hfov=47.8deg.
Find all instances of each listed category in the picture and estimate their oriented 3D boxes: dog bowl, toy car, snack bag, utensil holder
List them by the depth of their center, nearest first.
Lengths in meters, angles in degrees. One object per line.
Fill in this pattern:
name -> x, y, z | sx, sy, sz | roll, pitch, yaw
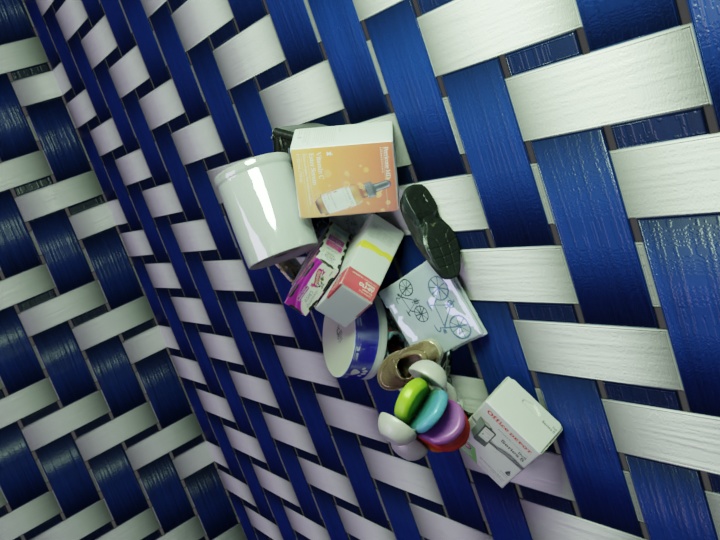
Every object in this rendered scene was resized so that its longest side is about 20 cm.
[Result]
toy car -> 0.141, 0.292, 1.603 | 0.150, 0.175, 0.200 | 24, 159, 33
snack bag -> 0.146, 0.086, 1.683 | 0.200, 0.021, 0.189 | -35, 84, 43
utensil holder -> -0.194, -0.121, 1.695 | 0.170, 0.169, 0.201 | -28, 81, 61
snack bag -> -0.028, -0.162, 1.835 | 0.188, 0.021, 0.201 | 27, 134, 48
dog bowl -> -0.015, 0.145, 1.845 | 0.200, 0.078, 0.201 | -175, 90, -66

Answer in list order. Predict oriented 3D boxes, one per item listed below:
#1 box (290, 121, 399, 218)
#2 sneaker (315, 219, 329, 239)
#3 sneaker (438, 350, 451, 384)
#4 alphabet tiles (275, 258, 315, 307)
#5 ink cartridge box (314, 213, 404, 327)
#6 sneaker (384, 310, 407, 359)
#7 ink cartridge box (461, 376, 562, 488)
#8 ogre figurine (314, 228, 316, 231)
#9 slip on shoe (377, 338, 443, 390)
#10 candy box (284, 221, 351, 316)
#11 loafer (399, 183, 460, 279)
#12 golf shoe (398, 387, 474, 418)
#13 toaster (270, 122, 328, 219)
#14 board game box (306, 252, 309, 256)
box -> -0.028, -0.199, 1.606 | 0.107, 0.199, 0.153 | -86, -10, -59
sneaker -> -0.049, -0.033, 1.927 | 0.082, 0.073, 0.201 | -124, 11, -63
sneaker -> 0.147, 0.197, 1.771 | 0.074, 0.088, 0.201 | 24, 131, 50
alphabet tiles -> -0.150, 0.012, 1.901 | 0.200, 0.015, 0.196 | 49, -172, 6
ink cartridge box -> 0.000, 0.000, 1.722 | 0.083, 0.201, 0.145 | 31, 146, -8
sneaker -> 0.073, 0.154, 1.837 | 0.096, 0.079, 0.201 | 110, 147, -48
ink cartridge box -> 0.290, 0.326, 1.625 | 0.145, 0.084, 0.200 | 43, 146, 14
ogre figurine -> -0.191, -0.100, 1.860 | 0.199, 0.120, 0.099 | 1, 106, 37
slip on shoe -> 0.092, 0.206, 1.711 | 0.200, 0.060, 0.076 | -34, 86, 45
candy box -> -0.090, -0.007, 1.772 | 0.061, 0.200, 0.137 | 32, 116, -9
loafer -> 0.137, -0.070, 1.602 | 0.201, 0.072, 0.072 | 68, 159, 11
golf shoe -> 0.173, 0.293, 1.751 | 0.200, 0.078, 0.097 | 34, 121, -26
toaster -> -0.097, -0.221, 1.770 | 0.200, 0.118, 0.182 | 24, 124, 49
board game box -> -0.113, -0.042, 1.990 | 0.151, 0.036, 0.201 | -144, 30, -85
